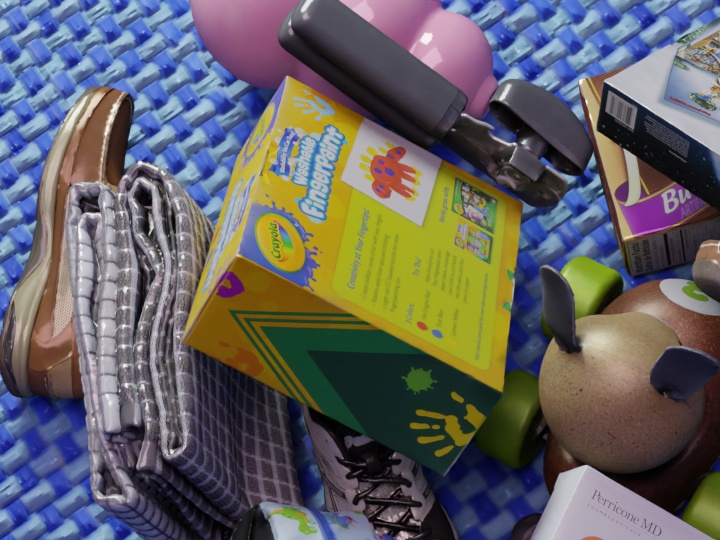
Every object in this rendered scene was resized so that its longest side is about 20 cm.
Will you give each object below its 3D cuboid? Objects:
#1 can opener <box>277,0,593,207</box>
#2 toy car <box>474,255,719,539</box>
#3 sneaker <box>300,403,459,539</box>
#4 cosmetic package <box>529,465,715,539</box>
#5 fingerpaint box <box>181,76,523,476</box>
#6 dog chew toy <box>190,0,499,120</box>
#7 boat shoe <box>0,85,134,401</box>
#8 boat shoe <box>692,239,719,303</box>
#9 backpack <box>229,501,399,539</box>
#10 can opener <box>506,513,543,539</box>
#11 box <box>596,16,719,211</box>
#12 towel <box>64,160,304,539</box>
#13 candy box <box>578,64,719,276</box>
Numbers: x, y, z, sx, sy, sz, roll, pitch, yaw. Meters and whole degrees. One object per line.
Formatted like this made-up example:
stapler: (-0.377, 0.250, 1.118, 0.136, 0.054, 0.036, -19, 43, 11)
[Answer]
can opener: (0.048, -0.109, 1.442, 0.199, 0.053, 0.067, 36, 68, -8)
toy car: (0.154, 0.053, 1.337, 0.163, 0.200, 0.158, 26, 74, 20)
sneaker: (0.003, 0.118, 1.404, 0.075, 0.088, 0.201, -22, 66, -1)
cosmetic package: (0.166, 0.220, 1.302, 0.199, 0.052, 0.152, 30, 72, -7)
fingerpaint box: (0.000, 0.000, 1.374, 0.166, 0.074, 0.201, 27, 32, -11)
dog chew toy: (-0.005, -0.152, 1.506, 0.199, 0.125, 0.125, 29, 75, 10)
boat shoe: (-0.165, -0.012, 1.507, 0.073, 0.076, 0.202, 11, 78, 10)
boat shoe: (0.276, 0.000, 1.365, 0.198, 0.076, 0.073, 10, 87, -25)
backpack: (-0.023, 0.219, 1.294, 0.153, 0.164, 0.201, -5, 42, -27)
can opener: (0.070, 0.228, 1.359, 0.063, 0.079, 0.201, 29, 84, 13)
box: (0.250, -0.071, 1.354, 0.136, 0.038, 0.200, -29, 50, -33)
towel: (-0.101, 0.059, 1.403, 0.085, 0.166, 0.202, -14, 63, 12)
candy box: (0.240, -0.081, 1.457, 0.198, 0.057, 0.118, -14, 63, 4)
